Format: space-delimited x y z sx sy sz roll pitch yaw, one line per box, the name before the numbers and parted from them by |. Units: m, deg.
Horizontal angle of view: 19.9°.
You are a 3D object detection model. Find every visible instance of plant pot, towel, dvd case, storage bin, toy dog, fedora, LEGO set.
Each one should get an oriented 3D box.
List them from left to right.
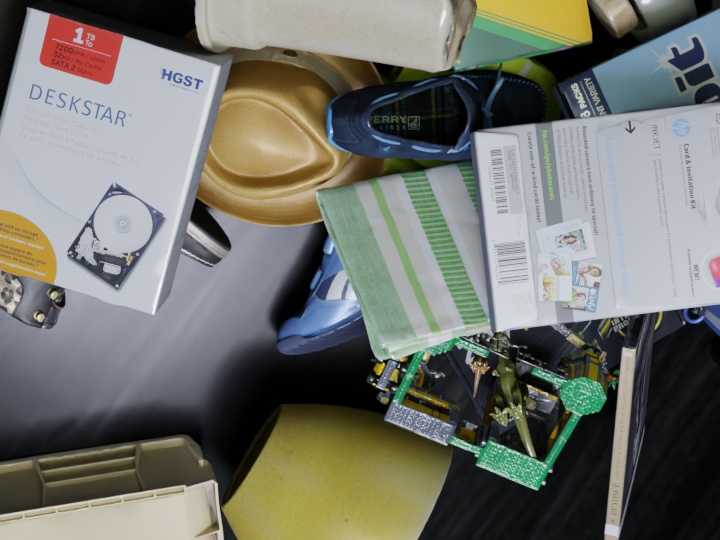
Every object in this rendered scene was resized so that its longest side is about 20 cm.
storage bin | -0.216 0.261 1.773 0.197 0.094 0.202 -8 112 -9
fedora | -0.073 -0.111 1.640 0.199 0.082 0.202 1 114 3
plant pot | -0.033 0.193 1.741 0.141 0.200 0.201 31 103 -7
plant pot | -0.002 -0.235 1.527 0.182 0.200 0.202 18 109 10
towel | 0.079 -0.015 1.638 0.199 0.153 0.023 -12 156 -22
LEGO set | 0.110 0.078 1.703 0.198 0.116 0.155 16 123 0
dvd case | 0.229 0.107 1.727 0.016 0.149 0.201 8 124 12
toy dog | 0.247 -0.204 1.700 0.131 0.097 0.201 -17 128 -8

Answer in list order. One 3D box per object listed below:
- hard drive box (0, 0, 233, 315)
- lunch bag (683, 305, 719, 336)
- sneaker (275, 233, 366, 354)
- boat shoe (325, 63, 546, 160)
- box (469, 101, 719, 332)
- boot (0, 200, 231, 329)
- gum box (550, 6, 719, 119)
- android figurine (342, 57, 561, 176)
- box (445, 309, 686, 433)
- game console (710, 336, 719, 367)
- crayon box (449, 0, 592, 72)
hard drive box | -0.199 -0.088 1.573 0.155 0.077 0.202 16 102 1
lunch bag | 0.345 -0.027 1.724 0.200 0.132 0.136 -39 72 -10
sneaker | 0.000 0.000 1.724 0.200 0.074 0.083 -38 74 24
boat shoe | 0.070 -0.115 1.621 0.199 0.068 0.085 -15 100 -29
box | 0.191 -0.042 1.586 0.198 0.041 0.157 -7 92 -2
boot | -0.221 -0.020 1.668 0.199 0.073 0.151 30 102 -15
gum box | 0.277 -0.112 1.631 0.199 0.045 0.171 -25 94 -3
android figurine | 0.084 -0.141 1.703 0.199 0.041 0.183 27 103 -18
box | 0.161 0.027 1.782 0.199 0.049 0.162 -29 113 2
game console | 0.426 0.072 1.772 0.174 0.200 0.117 10 110 -16
crayon box | 0.107 -0.268 1.625 0.118 0.058 0.202 -12 101 -9
